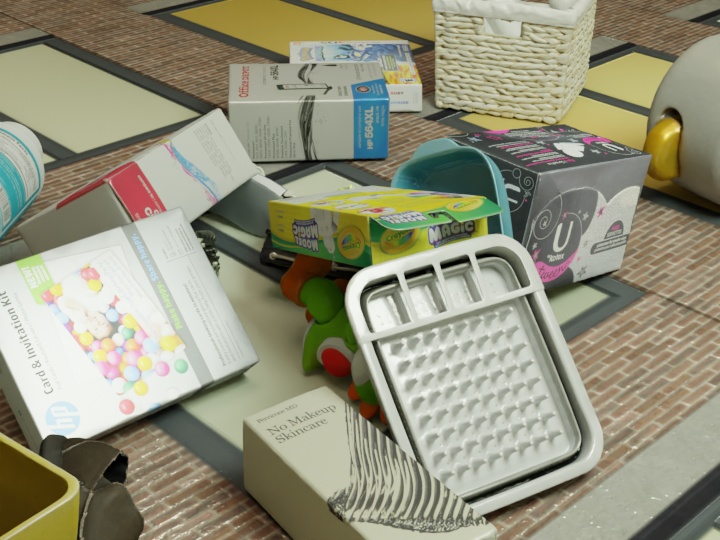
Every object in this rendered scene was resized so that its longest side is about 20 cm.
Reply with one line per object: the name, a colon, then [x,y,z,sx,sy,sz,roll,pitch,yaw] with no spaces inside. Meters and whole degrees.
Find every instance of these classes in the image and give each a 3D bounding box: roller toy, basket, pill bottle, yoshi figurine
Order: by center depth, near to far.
yoshi figurine: [0.020,0.046,0.969,0.112,0.112,0.200,-9,33,-30]
pill bottle: [-0.406,-0.089,1.196,0.111,0.111,0.200,4,29,6]
roller toy: [0.423,-0.168,1.284,0.182,0.200,0.140,23,10,-42]
basket: [0.216,-0.320,1.571,0.198,0.161,0.200,11,31,18]

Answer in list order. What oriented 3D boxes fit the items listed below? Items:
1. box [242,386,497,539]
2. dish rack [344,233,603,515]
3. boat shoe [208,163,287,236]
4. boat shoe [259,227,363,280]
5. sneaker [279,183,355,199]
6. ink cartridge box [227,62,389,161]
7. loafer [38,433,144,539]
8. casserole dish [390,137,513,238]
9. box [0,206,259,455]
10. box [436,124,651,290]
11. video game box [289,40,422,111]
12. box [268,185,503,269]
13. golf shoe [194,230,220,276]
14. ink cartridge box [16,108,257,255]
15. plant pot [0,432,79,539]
box: [0.001,0.165,0.789,0.082,0.069,0.200,-20,35,-32]
dish rack: [0.082,0.082,0.869,0.171,0.044,0.200,-15,76,-27]
boat shoe: [-0.136,-0.096,1.251,0.200,0.074,0.065,22,40,31]
boat shoe: [0.000,0.000,1.093,0.200,0.060,0.074,21,-10,1]
sneaker: [0.007,-0.046,1.161,0.200,0.077,0.075,-4,28,-11]
ink cartridge box: [-0.069,-0.203,1.434,0.200,0.084,0.146,-2,29,-5]
loafer: [-0.183,0.173,0.766,0.071,0.073,0.200,-6,30,-11]
casserole dish: [0.089,-0.019,1.017,0.121,0.200,0.039,-11,-5,40]
box: [-0.204,0.048,0.932,0.200,0.041,0.156,-22,80,-34]
box: [0.175,-0.061,1.104,0.115,0.132,0.200,28,27,38]
video game box: [-0.012,-0.280,1.614,0.182,0.047,0.200,-4,29,-2]
box: [0.019,-0.039,0.947,0.117,0.048,0.200,-11,10,-29]
golf shoe: [-0.201,0.015,1.051,0.088,0.077,0.200,7,29,23]
ink cartridge box: [-0.219,-0.071,1.134,0.147,0.086,0.200,-22,12,37]
plant pot: [-0.282,0.196,0.618,0.200,0.177,0.200,21,36,32]
